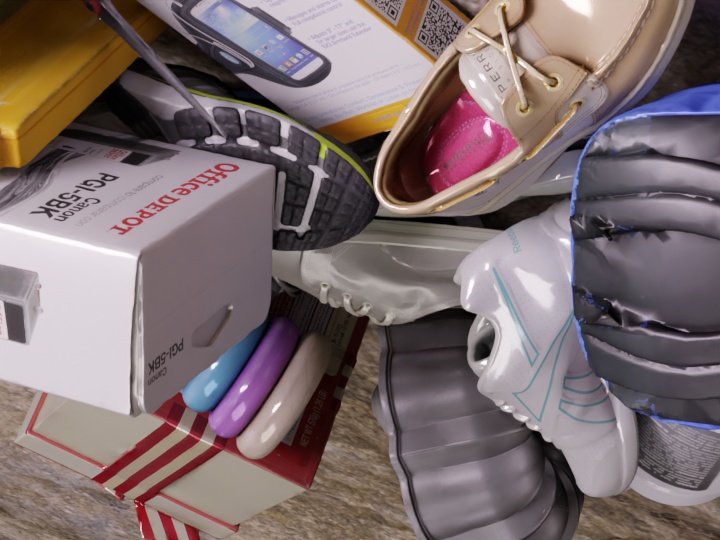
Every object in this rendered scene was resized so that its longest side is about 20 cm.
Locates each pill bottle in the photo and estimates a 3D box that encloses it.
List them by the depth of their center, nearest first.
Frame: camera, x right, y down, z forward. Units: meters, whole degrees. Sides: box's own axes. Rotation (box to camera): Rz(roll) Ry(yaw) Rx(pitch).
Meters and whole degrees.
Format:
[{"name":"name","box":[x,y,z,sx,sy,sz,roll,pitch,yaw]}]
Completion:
[{"name":"pill bottle","box":[0.198,0.059,0.969,0.115,0.116,0.200,17,155,5]}]

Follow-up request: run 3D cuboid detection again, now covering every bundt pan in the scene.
[{"name":"bundt pan","box":[0.082,0.087,1.024,0.075,0.203,0.202,-12,145,20]}]

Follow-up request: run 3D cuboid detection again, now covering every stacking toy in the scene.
[{"name":"stacking toy","box":[-0.119,0.025,1.006,0.200,0.086,0.085,33,154,-7]}]

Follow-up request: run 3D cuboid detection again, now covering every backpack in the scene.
[{"name":"backpack","box":[0.201,-0.003,0.763,0.199,0.163,0.168,2,-169,26]}]

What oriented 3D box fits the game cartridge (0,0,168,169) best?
[{"name":"game cartridge","box":[-0.222,-0.114,0.863,0.199,0.176,0.033,11,126,17]}]

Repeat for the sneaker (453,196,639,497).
[{"name":"sneaker","box":[0.098,0.050,0.916,0.080,0.071,0.201,-21,129,-2]}]

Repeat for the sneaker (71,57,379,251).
[{"name":"sneaker","box":[-0.077,-0.073,0.905,0.199,0.081,0.074,23,117,14]}]

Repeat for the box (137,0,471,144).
[{"name":"box","box":[-0.043,-0.138,0.833,0.200,0.042,0.119,37,151,-29]}]

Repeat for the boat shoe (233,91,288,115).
[{"name":"boat shoe","box":[-0.116,-0.066,0.995,0.199,0.069,0.084,-2,148,38]}]

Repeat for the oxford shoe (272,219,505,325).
[{"name":"oxford shoe","box":[0.000,0.000,0.941,0.199,0.058,0.075,5,180,3]}]

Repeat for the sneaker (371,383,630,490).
[{"name":"sneaker","box":[0.104,0.086,1.162,0.199,0.078,0.100,6,145,10]}]

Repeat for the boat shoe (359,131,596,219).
[{"name":"boat shoe","box":[0.056,-0.063,0.889,0.072,0.061,0.201,-2,176,-39]}]

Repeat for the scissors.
[{"name":"scissors","box":[-0.138,-0.139,0.839,0.200,0.014,0.073,51,152,-14]}]

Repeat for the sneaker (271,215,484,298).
[{"name":"sneaker","box":[-0.023,-0.014,1.019,0.199,0.082,0.077,6,152,28]}]

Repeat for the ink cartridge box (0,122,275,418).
[{"name":"ink cartridge box","box":[-0.158,-0.015,0.832,0.199,0.147,0.083,13,114,18]}]

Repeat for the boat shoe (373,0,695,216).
[{"name":"boat shoe","box":[0.071,-0.084,0.756,0.074,0.069,0.200,56,137,18]}]

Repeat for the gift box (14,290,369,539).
[{"name":"gift box","box":[-0.103,0.077,1.146,0.200,0.185,0.187,33,151,-14]}]
